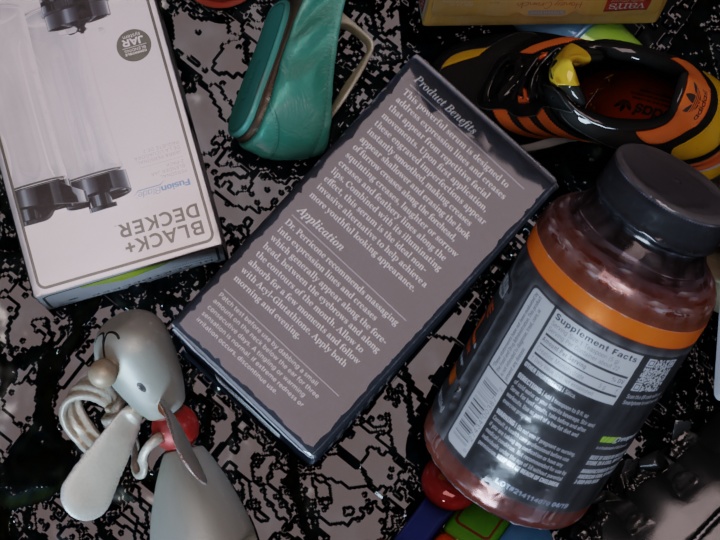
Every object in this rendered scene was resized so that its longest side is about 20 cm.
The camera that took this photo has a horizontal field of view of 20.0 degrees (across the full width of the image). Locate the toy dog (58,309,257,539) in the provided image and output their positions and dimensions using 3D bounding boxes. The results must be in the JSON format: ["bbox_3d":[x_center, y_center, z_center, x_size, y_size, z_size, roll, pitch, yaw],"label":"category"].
[{"bbox_3d":[-0.110,0.133,1.117,0.201,0.132,0.096,52,41,5],"label":"toy dog"}]

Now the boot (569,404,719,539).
[{"bbox_3d":[0.230,0.165,1.166,0.162,0.073,0.199,-39,79,-8],"label":"boot"}]

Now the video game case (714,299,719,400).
[{"bbox_3d":[0.281,-0.024,1.078,0.180,0.022,0.202,5,86,-8],"label":"video game case"}]

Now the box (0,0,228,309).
[{"bbox_3d":[-0.157,-0.090,1.189,0.116,0.060,0.202,-14,84,-4],"label":"box"}]

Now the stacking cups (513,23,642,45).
[{"bbox_3d":[0.114,-0.146,1.212,0.061,0.061,0.200,-45,82,-7],"label":"stacking cups"}]

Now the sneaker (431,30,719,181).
[{"bbox_3d":[0.113,-0.105,1.125,0.199,0.090,0.071,15,79,32],"label":"sneaker"}]

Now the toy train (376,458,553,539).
[{"bbox_3d":[0.041,0.202,1.101,0.115,0.085,0.200,29,52,17],"label":"toy train"}]

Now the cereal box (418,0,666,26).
[{"bbox_3d":[0.094,-0.236,1.193,0.142,0.040,0.202,-3,64,-11],"label":"cereal box"}]

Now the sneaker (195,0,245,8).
[{"bbox_3d":[-0.074,-0.261,1.204,0.076,0.082,0.202,0,83,-2],"label":"sneaker"}]

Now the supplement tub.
[{"bbox_3d":[0.120,0.033,1.091,0.106,0.107,0.201,30,116,2],"label":"supplement tub"}]

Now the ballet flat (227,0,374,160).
[{"bbox_3d":[-0.022,-0.158,1.210,0.070,0.067,0.202,18,82,-24],"label":"ballet flat"}]

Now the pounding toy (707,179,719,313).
[{"bbox_3d":[0.289,-0.052,1.179,0.183,0.142,0.201,24,84,11],"label":"pounding toy"}]

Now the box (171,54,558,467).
[{"bbox_3d":[0.000,0.000,1.140,0.107,0.148,0.200,42,83,3],"label":"box"}]
